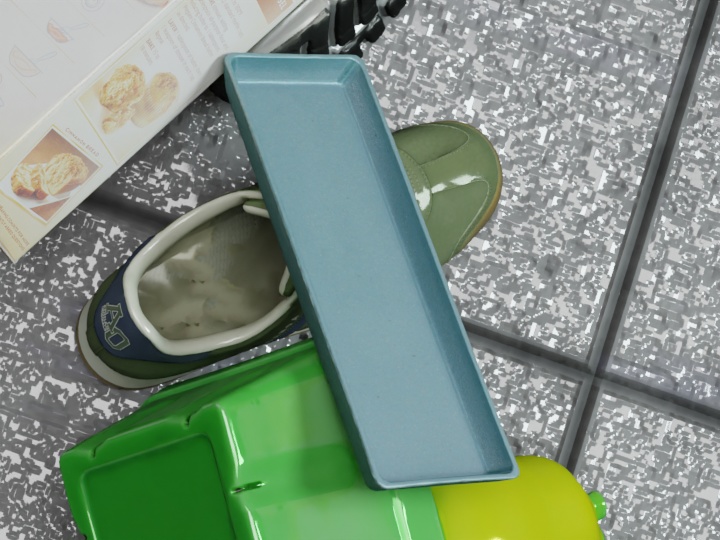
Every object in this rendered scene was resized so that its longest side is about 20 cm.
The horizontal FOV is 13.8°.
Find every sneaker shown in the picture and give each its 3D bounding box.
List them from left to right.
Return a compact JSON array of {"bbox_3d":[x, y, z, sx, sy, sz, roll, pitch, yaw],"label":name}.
[{"bbox_3d":[-0.023,-0.009,1.245,0.200,0.090,0.067,-26,85,-12],"label":"sneaker"},{"bbox_3d":[-0.011,-0.157,1.285,0.090,0.078,0.200,37,74,10],"label":"sneaker"}]

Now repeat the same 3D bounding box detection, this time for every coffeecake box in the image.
[{"bbox_3d":[-0.124,-0.130,1.221,0.200,0.073,0.154,-43,64,-7],"label":"coffeecake box"}]

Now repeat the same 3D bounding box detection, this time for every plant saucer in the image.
[{"bbox_3d":[0.000,0.000,1.191,0.070,0.019,0.200,-1,61,-35],"label":"plant saucer"}]

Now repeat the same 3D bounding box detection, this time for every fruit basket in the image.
[{"bbox_3d":[-0.002,0.127,1.223,0.215,0.155,0.216,26,54,-44],"label":"fruit basket"}]
